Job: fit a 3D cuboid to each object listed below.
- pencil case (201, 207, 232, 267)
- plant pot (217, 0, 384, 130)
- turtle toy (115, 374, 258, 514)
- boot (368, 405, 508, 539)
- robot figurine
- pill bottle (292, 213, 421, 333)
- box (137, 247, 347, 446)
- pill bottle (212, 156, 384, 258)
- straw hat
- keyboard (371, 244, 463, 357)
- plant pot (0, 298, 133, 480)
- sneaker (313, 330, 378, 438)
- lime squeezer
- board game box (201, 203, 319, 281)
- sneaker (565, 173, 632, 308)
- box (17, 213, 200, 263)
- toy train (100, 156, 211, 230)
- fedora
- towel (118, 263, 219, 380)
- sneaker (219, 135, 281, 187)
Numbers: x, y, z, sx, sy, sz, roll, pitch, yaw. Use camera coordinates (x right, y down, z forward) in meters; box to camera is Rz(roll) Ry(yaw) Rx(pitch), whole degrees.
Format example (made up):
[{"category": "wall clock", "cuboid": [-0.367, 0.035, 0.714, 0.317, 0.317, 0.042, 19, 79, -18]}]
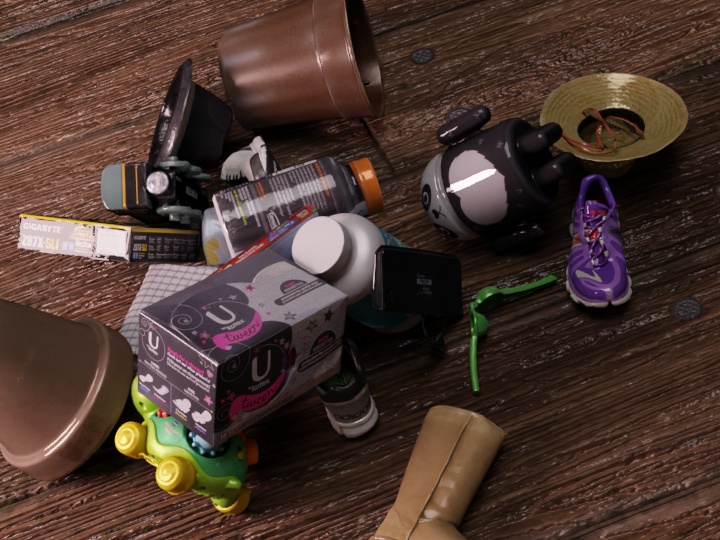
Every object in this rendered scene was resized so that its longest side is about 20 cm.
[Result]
[{"category": "pencil case", "cuboid": [-0.108, -0.050, 1.786, 0.199, 0.083, 0.091, -9, 50, 4]}, {"category": "plant pot", "cuboid": [-0.086, -0.292, 1.943, 0.198, 0.201, 0.201, -12, 46, 11]}, {"category": "turtle toy", "cuboid": [-0.194, 0.183, 1.531, 0.200, 0.146, 0.101, 34, 89, 35]}, {"category": "boot", "cuboid": [0.113, 0.245, 1.477, 0.175, 0.066, 0.200, 14, 51, 23]}, {"category": "robot figurine", "cuboid": [0.169, -0.115, 1.727, 0.200, 0.125, 0.151, -24, 56, 32]}, {"category": "pill bottle", "cuboid": [0.000, 0.000, 1.622, 0.111, 0.200, 0.111, -10, 69, 28]}, {"category": "box", "cuboid": [-0.127, 0.078, 1.493, 0.132, 0.115, 0.200, 30, 40, 32]}, {"category": "pill bottle", "cuboid": [-0.073, -0.076, 1.687, 0.199, 0.106, 0.106, -19, 46, -4]}, {"category": "straw hat", "cuboid": [0.328, -0.170, 1.802, 0.200, 0.085, 0.201, -3, 41, 3]}, {"category": "keyboard", "cuboid": [0.069, 0.039, 1.614, 0.021, 0.200, 0.128, -4, 84, 32]}, {"category": "plant pot", "cuboid": [-0.390, 0.120, 1.577, 0.200, 0.175, 0.201, -27, 44, 30]}, {"category": "sneaker", "cuboid": [-0.037, 0.101, 1.626, 0.074, 0.088, 0.200, -21, 47, -7]}, {"category": "lime squeezer", "cuboid": [0.160, 0.063, 1.664, 0.071, 0.038, 0.200, 38, 58, 2]}, {"category": "board game box", "cuboid": [-0.120, 0.015, 1.601, 0.200, 0.103, 0.019, -37, 49, -27]}, {"category": "sneaker", "cuboid": [0.287, -0.038, 1.689, 0.080, 0.084, 0.200, -7, 48, 7]}, {"category": "box", "cuboid": [-0.320, -0.040, 1.760, 0.159, 0.200, 0.050, 5, 92, 19]}, {"category": "toy train", "cuboid": [-0.264, -0.100, 1.804, 0.114, 0.200, 0.086, -2, 85, 8]}, {"category": "fedora", "cuboid": [-0.232, -0.199, 1.918, 0.091, 0.201, 0.201, 16, 45, -15]}, {"category": "towel", "cuboid": [-0.189, 0.077, 1.688, 0.199, 0.086, 0.166, 5, 46, 17]}, {"category": "sneaker", "cuboid": [-0.143, -0.125, 1.845, 0.080, 0.074, 0.200, -30, 15, -3]}]
